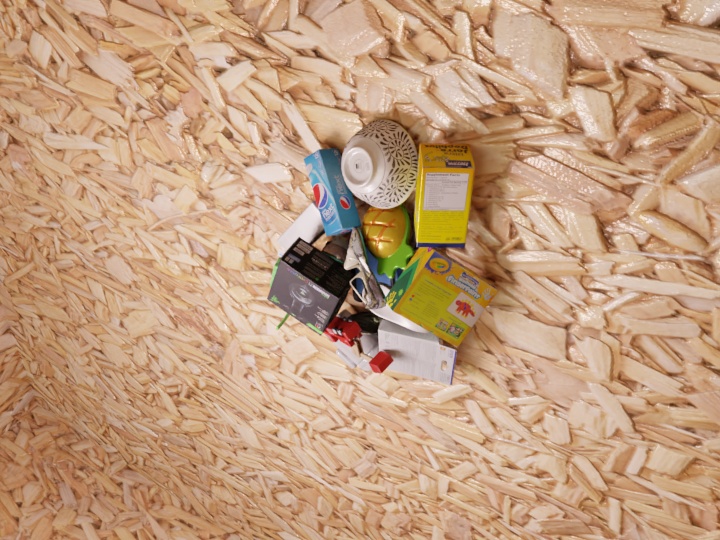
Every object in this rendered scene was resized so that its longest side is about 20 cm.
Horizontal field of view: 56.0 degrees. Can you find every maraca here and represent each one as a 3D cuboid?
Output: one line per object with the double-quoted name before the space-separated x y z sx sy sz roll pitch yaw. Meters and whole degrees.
"maraca" 0.066 -0.079 1.593 0.137 0.107 0.200 -36 56 37

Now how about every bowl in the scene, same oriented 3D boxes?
"bowl" 0.022 -0.233 1.510 0.201 0.094 0.201 11 108 39

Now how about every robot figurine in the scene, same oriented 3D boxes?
"robot figurine" 0.004 0.197 1.872 0.200 0.113 0.170 43 118 4

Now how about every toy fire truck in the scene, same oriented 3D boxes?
"toy fire truck" -0.016 0.186 1.746 0.200 0.049 0.141 8 137 57

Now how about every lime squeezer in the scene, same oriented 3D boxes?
"lime squeezer" -0.161 0.117 1.900 0.038 0.200 0.071 -49 61 37

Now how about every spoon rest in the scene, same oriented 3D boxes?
"spoon rest" 0.093 0.093 1.637 0.200 0.061 0.099 26 132 10

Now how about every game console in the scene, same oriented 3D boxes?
"game console" 0.056 0.032 1.700 0.171 0.118 0.200 -121 21 -53

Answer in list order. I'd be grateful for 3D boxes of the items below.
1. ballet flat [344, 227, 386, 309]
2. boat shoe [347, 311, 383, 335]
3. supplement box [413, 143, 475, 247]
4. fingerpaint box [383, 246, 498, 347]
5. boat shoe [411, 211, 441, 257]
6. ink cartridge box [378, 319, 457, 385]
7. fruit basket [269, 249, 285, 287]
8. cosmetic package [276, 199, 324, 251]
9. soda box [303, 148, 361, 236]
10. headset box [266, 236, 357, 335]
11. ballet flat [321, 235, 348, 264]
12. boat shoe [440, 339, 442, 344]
"ballet flat" 0.000 0.000 1.591 0.072 0.072 0.200 -22 89 45
"boat shoe" 0.058 0.141 1.776 0.201 0.066 0.072 1 86 12
"supplement box" 0.176 -0.160 1.454 0.109 0.110 0.200 1 127 0
"fingerpaint box" 0.183 0.055 1.544 0.200 0.073 0.167 29 101 -25
"boat shoe" 0.149 -0.060 1.603 0.072 0.069 0.200 20 131 25
"ink cartridge box" 0.145 0.209 1.717 0.200 0.041 0.200 14 146 11
"fruit basket" -0.148 0.030 1.901 0.200 0.094 0.185 18 141 -1
"cosmetic package" -0.122 -0.120 1.744 0.071 0.101 0.200 49 136 -2
"soda box" -0.067 -0.188 1.626 0.064 0.068 0.200 -22 83 44
"headset box" -0.126 0.045 1.682 0.174 0.093 0.200 34 143 4
"ballet flat" -0.063 -0.055 1.719 0.068 0.067 0.200 27 176 -15
"boat shoe" 0.182 0.175 1.755 0.069 0.071 0.200 19 140 22
